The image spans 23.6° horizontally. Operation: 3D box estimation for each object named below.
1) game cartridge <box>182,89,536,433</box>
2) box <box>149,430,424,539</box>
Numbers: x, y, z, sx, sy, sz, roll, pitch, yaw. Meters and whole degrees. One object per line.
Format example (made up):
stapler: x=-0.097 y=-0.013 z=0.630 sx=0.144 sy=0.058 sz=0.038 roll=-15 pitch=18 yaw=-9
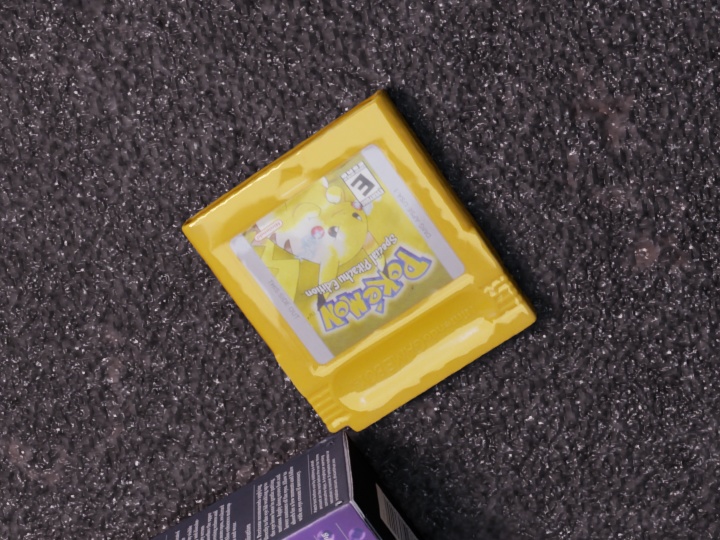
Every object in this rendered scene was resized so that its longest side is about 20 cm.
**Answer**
game cartridge: x=0.000 y=0.000 z=1.230 sx=0.176 sy=0.032 sz=0.200 roll=-33 pitch=101 yaw=12
box: x=-0.054 y=0.237 z=1.252 sx=0.200 sy=0.104 sz=0.148 roll=-32 pitch=112 yaw=10
